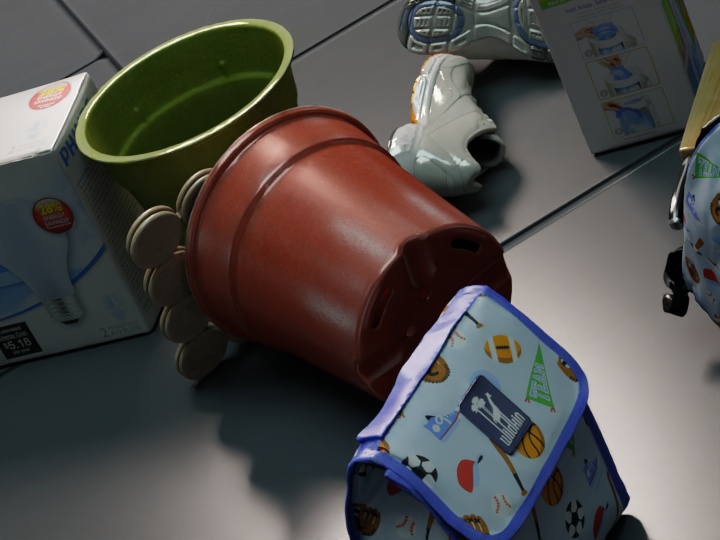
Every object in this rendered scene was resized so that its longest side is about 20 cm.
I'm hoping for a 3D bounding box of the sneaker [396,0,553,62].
[{"bbox_3d":[0.137,-0.225,2.001,0.199,0.075,0.087,5,-1,17],"label":"sneaker"}]

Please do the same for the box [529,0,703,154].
[{"bbox_3d":[0.209,-0.218,1.816,0.101,0.200,0.113,-14,33,19],"label":"box"}]

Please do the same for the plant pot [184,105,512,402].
[{"bbox_3d":[0.000,0.000,1.677,0.201,0.201,0.195,-38,41,-18],"label":"plant pot"}]

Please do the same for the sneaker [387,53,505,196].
[{"bbox_3d":[0.086,-0.120,1.905,0.092,0.076,0.200,6,38,13],"label":"sneaker"}]

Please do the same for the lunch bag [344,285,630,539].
[{"bbox_3d":[0.076,0.135,1.395,0.123,0.200,0.170,-1,39,36],"label":"lunch bag"}]

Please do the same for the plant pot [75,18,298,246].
[{"bbox_3d":[-0.113,-0.079,1.859,0.199,0.190,0.200,-18,31,12],"label":"plant pot"}]

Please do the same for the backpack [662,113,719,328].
[{"bbox_3d":[0.308,-0.040,1.494,0.200,0.191,0.154,-32,48,-9],"label":"backpack"}]

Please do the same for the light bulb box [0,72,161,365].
[{"bbox_3d":[-0.294,-0.040,1.926,0.198,0.200,0.125,-14,33,21],"label":"light bulb box"}]

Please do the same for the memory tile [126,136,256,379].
[{"bbox_3d":[-0.109,-0.011,1.755,0.153,0.200,0.017,-40,53,-19],"label":"memory tile"}]

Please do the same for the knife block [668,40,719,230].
[{"bbox_3d":[0.283,-0.091,1.705,0.175,0.064,0.200,-33,32,-11],"label":"knife block"}]
